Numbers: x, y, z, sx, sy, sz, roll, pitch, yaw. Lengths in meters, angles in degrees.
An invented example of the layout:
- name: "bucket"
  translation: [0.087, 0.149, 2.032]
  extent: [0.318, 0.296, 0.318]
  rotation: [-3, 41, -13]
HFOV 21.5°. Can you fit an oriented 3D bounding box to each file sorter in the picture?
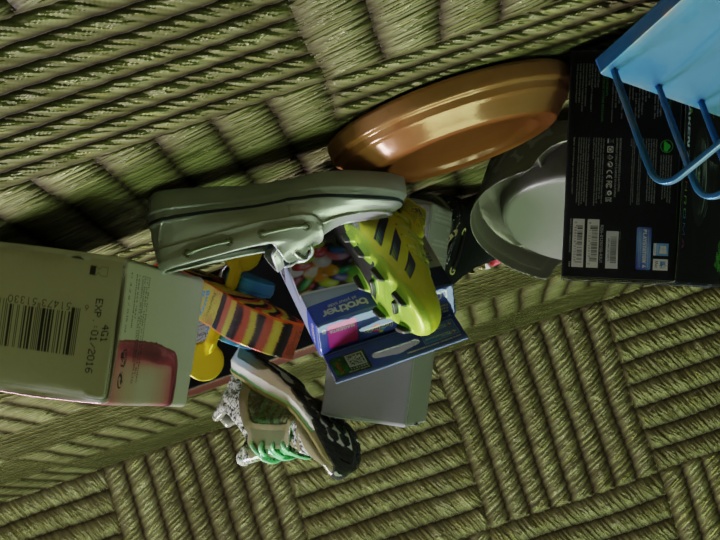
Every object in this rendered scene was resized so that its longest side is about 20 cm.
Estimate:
- name: "file sorter"
  translation: [0.292, -0.116, 1.306]
  extent: [0.199, 0.124, 0.139]
  rotation: [13, 140, -38]

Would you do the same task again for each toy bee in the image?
- name: "toy bee"
  translation: [-0.137, 0.034, 1.711]
  extent: [0.108, 0.132, 0.199]
  rotation: [15, 167, -29]

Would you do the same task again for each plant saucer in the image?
- name: "plant saucer"
  translation: [0.073, -0.109, 1.464]
  extent: [0.198, 0.038, 0.200]
  rotation: [-18, 173, -2]

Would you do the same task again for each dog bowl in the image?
- name: "dog bowl"
  translation: [0.199, -0.062, 1.693]
  extent: [0.198, 0.059, 0.201]
  rotation: [5, 150, 3]

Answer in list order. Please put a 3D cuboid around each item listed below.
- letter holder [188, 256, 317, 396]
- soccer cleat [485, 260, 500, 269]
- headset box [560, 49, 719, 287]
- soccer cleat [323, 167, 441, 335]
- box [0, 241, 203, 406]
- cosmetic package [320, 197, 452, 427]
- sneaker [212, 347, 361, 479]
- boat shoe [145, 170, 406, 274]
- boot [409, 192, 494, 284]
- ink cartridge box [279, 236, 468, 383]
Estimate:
- name: "letter holder"
  translation: [-0.112, 0.053, 1.920]
  extent: [0.198, 0.101, 0.142]
  rotation: [-20, 174, 12]
- name: "soccer cleat"
  translation: [0.195, -0.066, 1.989]
  extent: [0.199, 0.067, 0.077]
  rotation: [-27, -159, 19]
- name: "headset box"
  translation: [0.228, -0.075, 1.485]
  extent: [0.092, 0.176, 0.200]
  rotation: [3, 179, 21]
- name: "soccer cleat"
  translation: [0.024, -0.025, 1.490]
  extent: [0.083, 0.200, 0.065]
  rotation: [-21, 131, -14]
- name: "box"
  translation: [-0.213, 0.044, 1.460]
  extent: [0.127, 0.110, 0.200]
  rotation: [7, 176, 12]
- name: "cosmetic package"
  translation: [0.025, 0.036, 1.689]
  extent: [0.089, 0.202, 0.107]
  rotation: [10, 178, 12]
- name: "sneaker"
  translation: [-0.070, 0.149, 1.706]
  extent: [0.077, 0.200, 0.089]
  rotation: [31, 95, -38]
- name: "boat shoe"
  translation: [-0.061, -0.032, 1.438]
  extent: [0.198, 0.067, 0.074]
  rotation: [-6, 171, -1]
- name: "boot"
  translation: [0.075, 0.009, 1.874]
  extent: [0.153, 0.073, 0.205]
  rotation: [-14, 132, -52]
- name: "ink cartridge box"
  translation: [0.000, 0.000, 1.547]
  extent: [0.118, 0.201, 0.042]
  rotation: [-17, 134, -10]
